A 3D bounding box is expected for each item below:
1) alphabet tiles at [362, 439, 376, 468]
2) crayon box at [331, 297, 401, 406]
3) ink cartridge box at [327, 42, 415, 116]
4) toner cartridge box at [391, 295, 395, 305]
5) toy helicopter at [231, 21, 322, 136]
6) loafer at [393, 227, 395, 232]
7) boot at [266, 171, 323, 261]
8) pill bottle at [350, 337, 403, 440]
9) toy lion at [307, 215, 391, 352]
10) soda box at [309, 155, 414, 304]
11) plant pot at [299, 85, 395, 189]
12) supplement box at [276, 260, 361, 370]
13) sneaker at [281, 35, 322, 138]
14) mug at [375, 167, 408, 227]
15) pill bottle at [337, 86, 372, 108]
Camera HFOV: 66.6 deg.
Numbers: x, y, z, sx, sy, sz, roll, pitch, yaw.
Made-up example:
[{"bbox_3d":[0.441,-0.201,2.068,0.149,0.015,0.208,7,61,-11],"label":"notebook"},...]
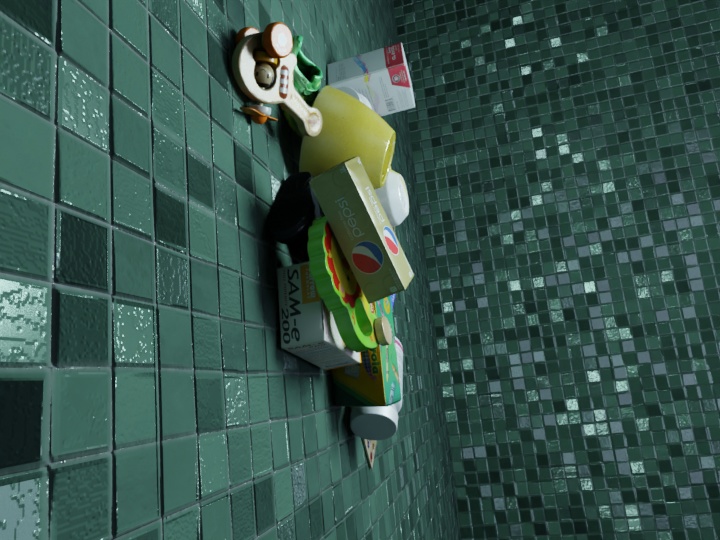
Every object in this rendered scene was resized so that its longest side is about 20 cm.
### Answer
[{"bbox_3d":[0.020,0.319,1.266,0.201,0.007,0.170,-70,149,-66],"label":"alphabet tiles"},{"bbox_3d":[0.004,0.146,1.021,0.058,0.117,0.205,0,82,-54],"label":"crayon box"},{"bbox_3d":[0.027,-0.467,1.386,0.146,0.196,0.084,60,22,-58],"label":"ink cartridge box"},{"bbox_3d":[0.025,0.075,1.255,0.201,0.093,0.044,-70,148,-66],"label":"toner cartridge box"},{"bbox_3d":[-0.122,-0.265,0.839,0.200,0.078,0.135,39,67,-51],"label":"toy helicopter"},{"bbox_3d":[0.072,-0.103,1.617,0.068,0.074,0.204,-85,162,-66],"label":"loafer"},{"bbox_3d":[-0.085,-0.052,0.902,0.200,0.072,0.165,-88,163,-56],"label":"boot"},{"bbox_3d":[0.032,0.236,1.136,0.202,0.111,0.115,-85,161,-47],"label":"pill bottle"},{"bbox_3d":[-0.023,0.022,0.841,0.191,0.067,0.204,17,60,-69],"label":"toy lion"},{"bbox_3d":[0.004,-0.060,0.810,0.203,0.067,0.064,64,26,-11],"label":"soda box"},{"bbox_3d":[-0.014,-0.222,1.014,0.200,0.139,0.204,15,90,-81],"label":"plant pot"},{"bbox_3d":[-0.064,0.080,0.894,0.200,0.072,0.129,52,29,-65],"label":"supplement box"},{"bbox_3d":[-0.102,-0.317,0.970,0.202,0.082,0.075,69,17,-47],"label":"sneaker"},{"bbox_3d":[0.017,-0.161,1.142,0.149,0.150,0.191,21,62,-70],"label":"mug"},{"bbox_3d":[-0.016,-0.353,1.314,0.200,0.111,0.116,30,52,-73],"label":"pill bottle"}]
